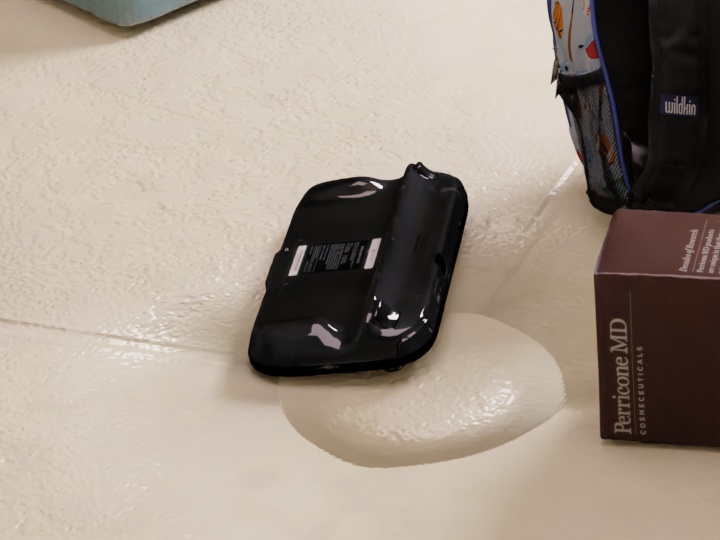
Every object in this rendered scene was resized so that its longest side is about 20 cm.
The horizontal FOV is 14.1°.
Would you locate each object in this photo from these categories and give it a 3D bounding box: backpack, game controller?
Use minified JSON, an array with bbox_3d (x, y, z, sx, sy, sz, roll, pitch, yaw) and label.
[{"bbox_3d":[0.194,-0.137,1.662,0.199,0.191,0.154,-17,14,-21],"label":"backpack"},{"bbox_3d":[0.000,0.000,1.615,0.104,0.042,0.200,-13,26,17],"label":"game controller"}]

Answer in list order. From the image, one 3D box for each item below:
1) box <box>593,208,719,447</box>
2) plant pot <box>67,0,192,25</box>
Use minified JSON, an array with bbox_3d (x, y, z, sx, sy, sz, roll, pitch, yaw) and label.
[{"bbox_3d":[0.219,0.032,1.445,0.199,0.101,0.075,3,30,16],"label":"box"},{"bbox_3d":[-0.152,-0.314,2.015,0.196,0.201,0.195,-26,35,-32],"label":"plant pot"}]
